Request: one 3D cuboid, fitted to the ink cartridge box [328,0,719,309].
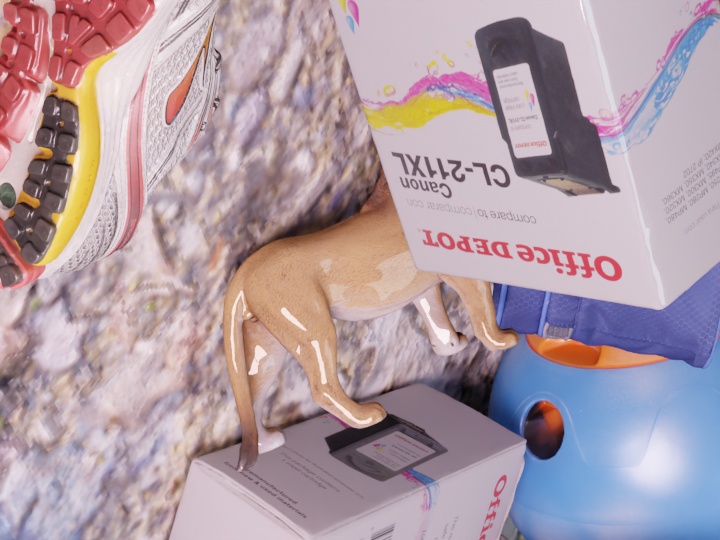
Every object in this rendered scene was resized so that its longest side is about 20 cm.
[{"bbox_3d":[0.070,-0.094,0.739,0.083,0.145,0.201,-37,120,-34],"label":"ink cartridge box"}]

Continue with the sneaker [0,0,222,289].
[{"bbox_3d":[-0.087,-0.089,0.648,0.082,0.078,0.201,-8,130,-59],"label":"sneaker"}]

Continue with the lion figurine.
[{"bbox_3d":[0.000,0.000,0.841,0.200,0.072,0.123,-29,104,-34],"label":"lion figurine"}]

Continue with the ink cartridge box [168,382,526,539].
[{"bbox_3d":[-0.014,0.155,0.934,0.200,0.085,0.148,-14,127,-54],"label":"ink cartridge box"}]

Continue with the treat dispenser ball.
[{"bbox_3d":[0.174,0.095,1.057,0.201,0.200,0.202,-37,142,-36],"label":"treat dispenser ball"}]

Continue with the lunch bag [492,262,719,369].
[{"bbox_3d":[0.128,-0.061,0.914,0.136,0.132,0.201,-78,175,-60],"label":"lunch bag"}]

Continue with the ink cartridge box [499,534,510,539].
[{"bbox_3d":[0.073,0.239,1.152,0.117,0.067,0.200,-52,149,-15],"label":"ink cartridge box"}]
